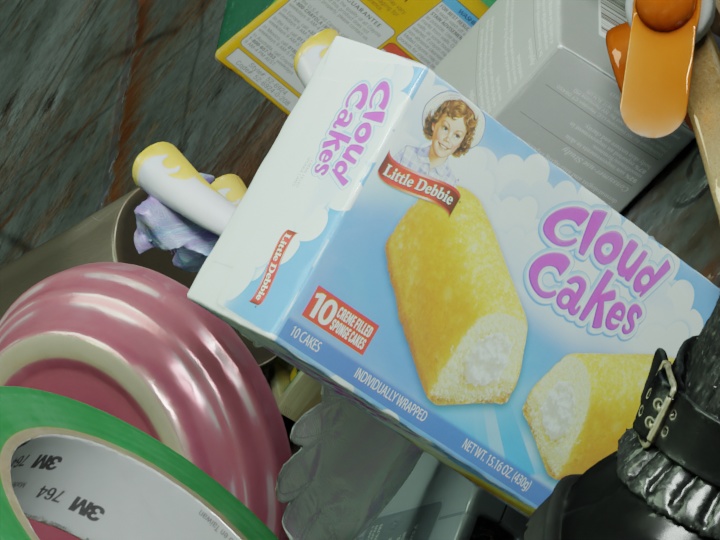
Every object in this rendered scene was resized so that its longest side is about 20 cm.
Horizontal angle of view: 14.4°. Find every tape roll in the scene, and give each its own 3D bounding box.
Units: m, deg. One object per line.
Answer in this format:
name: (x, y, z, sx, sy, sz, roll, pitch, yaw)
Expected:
tape roll: (-0.097, 0.130, 1.159, 0.048, 0.200, 0.200, -53, 20, 17)

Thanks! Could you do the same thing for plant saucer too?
plant saucer: (-0.124, 0.098, 1.403, 0.201, 0.201, 0.051, -43, -15, 35)

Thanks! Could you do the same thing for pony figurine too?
pony figurine: (0.000, 0.000, 1.194, 0.193, 0.200, 0.167, -36, -37, -29)

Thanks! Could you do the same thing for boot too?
boot: (0.125, 0.085, 0.974, 0.158, 0.079, 0.211, -49, 20, 23)

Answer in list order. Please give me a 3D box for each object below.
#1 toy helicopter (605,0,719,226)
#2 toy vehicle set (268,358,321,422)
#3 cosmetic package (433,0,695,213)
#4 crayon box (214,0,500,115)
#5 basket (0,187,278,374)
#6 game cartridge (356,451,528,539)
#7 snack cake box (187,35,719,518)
toy helicopter: (0.141, -0.064, 1.123, 0.079, 0.132, 0.200, -19, 51, 11)
toy vehicle set: (0.018, -0.024, 1.481, 0.200, 0.026, 0.124, -52, 20, 16)
cosmetic package: (0.061, -0.046, 1.327, 0.200, 0.090, 0.107, -49, 21, 32)
crayon box: (0.044, -0.134, 1.366, 0.200, 0.126, 0.052, -36, 27, 31)
basket: (-0.135, 0.046, 1.512, 0.200, 0.180, 0.136, -40, 14, 42)
game cartridge: (0.004, 0.169, 1.211, 0.133, 0.040, 0.200, -17, 44, 57)
snack cake box: (0.046, 0.013, 1.085, 0.067, 0.200, 0.115, 23, 81, 55)
